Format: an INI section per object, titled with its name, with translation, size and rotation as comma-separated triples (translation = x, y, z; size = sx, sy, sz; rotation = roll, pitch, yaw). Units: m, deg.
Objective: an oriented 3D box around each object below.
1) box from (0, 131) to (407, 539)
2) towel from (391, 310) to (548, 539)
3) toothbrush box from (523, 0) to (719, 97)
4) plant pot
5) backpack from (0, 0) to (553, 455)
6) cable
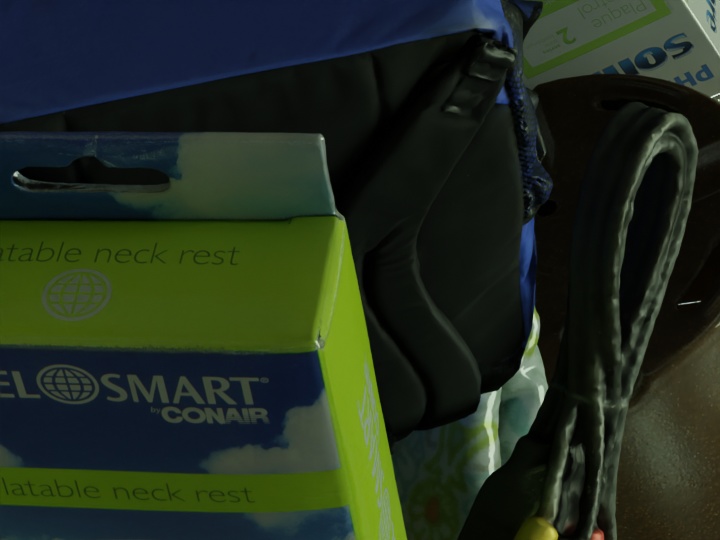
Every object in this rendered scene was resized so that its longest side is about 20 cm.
[box]
translation = -0.054, 0.050, 0.729
size = 0.201, 0.121, 0.048
rotation = 79, 15, -48
[towel]
translation = -0.007, 0.102, 0.948
size = 0.048, 0.171, 0.201
rotation = 2, 85, -45
[toothbrush box]
translation = 0.027, -0.132, 1.046
size = 0.200, 0.145, 0.086
rotation = 51, 28, -35
[plant pot]
translation = 0.099, 0.048, 1.050
size = 0.199, 0.199, 0.201
rotation = 60, 26, -44
[backpack]
translation = -0.026, -0.044, 0.822
size = 0.200, 0.161, 0.169
rotation = 76, 8, -54
[cable]
translation = 0.070, 0.056, 0.836
size = 0.097, 0.050, 0.201
rotation = 19, 96, -53
